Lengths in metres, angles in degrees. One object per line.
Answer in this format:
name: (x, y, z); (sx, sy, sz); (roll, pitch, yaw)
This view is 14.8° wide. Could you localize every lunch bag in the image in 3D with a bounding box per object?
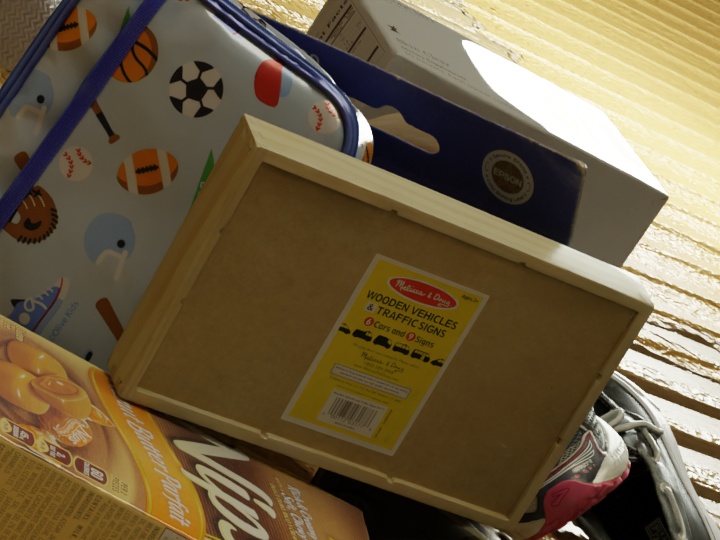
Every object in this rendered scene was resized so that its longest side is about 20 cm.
lunch bag: (-0.102, -0.028, 1.195); (0.160, 0.200, 0.076); (38, 3, 6)

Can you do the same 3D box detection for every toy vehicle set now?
toy vehicle set: (0.010, 0.027, 1.154); (0.199, 0.125, 0.027); (21, 22, -26)

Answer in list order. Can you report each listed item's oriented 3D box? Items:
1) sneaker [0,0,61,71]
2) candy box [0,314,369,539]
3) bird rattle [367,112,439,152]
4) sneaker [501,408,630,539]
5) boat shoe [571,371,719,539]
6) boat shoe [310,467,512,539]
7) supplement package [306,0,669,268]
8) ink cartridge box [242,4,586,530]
sneaker: (-0.215, -0.186, 1.624); (0.200, 0.076, 0.114); (49, 20, 22)
candy box: (-0.088, 0.097, 1.110); (0.199, 0.055, 0.116); (29, 17, -17)
bird rattle: (0.005, -0.010, 1.436); (0.113, 0.163, 0.201); (43, 13, -52)
sneaker: (0.079, 0.070, 1.438); (0.075, 0.080, 0.200); (56, 5, -27)
boat shoe: (0.130, 0.108, 1.480); (0.068, 0.073, 0.200); (40, 19, -42)
boat shoe: (0.054, 0.148, 1.219); (0.074, 0.076, 0.200); (21, 22, -48)
supplement package: (0.042, -0.045, 1.583); (0.199, 0.156, 0.111); (25, 18, -29)
ink cartridge box: (0.000, 0.000, 1.259); (0.199, 0.201, 0.041); (26, 45, 23)
